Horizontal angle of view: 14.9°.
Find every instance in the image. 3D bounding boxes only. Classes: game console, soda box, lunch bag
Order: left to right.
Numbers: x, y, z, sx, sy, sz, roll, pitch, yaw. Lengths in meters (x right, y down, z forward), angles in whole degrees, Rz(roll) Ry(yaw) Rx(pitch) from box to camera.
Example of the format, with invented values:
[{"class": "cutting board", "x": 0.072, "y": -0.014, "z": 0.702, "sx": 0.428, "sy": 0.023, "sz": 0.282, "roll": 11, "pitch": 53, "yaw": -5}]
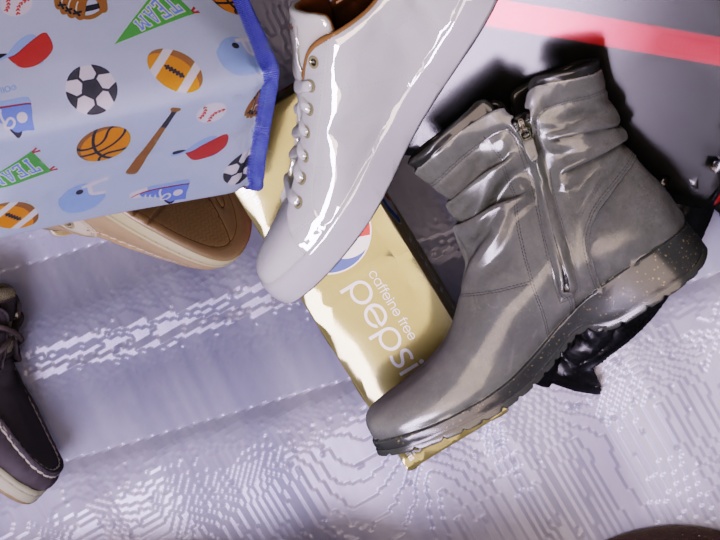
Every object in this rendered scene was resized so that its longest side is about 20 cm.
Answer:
[{"class": "lunch bag", "x": -0.148, "y": -0.125, "z": 1.348, "sx": 0.169, "sy": 0.124, "sz": 0.201, "roll": -12, "pitch": 60, "yaw": -18}, {"class": "soda box", "x": 0.000, "y": 0.000, "z": 1.427, "sx": 0.064, "sy": 0.068, "sz": 0.201, "roll": -32, "pitch": 98, "yaw": 6}, {"class": "game console", "x": 0.098, "y": -0.131, "z": 1.356, "sx": 0.199, "sy": 0.031, "sz": 0.178, "roll": 10, "pitch": 112, "yaw": 5}]

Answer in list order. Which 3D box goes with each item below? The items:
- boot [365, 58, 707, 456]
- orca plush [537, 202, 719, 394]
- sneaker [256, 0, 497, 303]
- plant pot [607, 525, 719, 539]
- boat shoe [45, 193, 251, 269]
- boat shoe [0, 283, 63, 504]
[{"class": "boot", "x": 0.061, "y": -0.009, "z": 1.357, "sx": 0.199, "sy": 0.068, "sz": 0.131, "roll": -35, "pitch": 99, "yaw": 5}, {"class": "orca plush", "x": 0.136, "y": -0.026, "z": 1.417, "sx": 0.105, "sy": 0.071, "sz": 0.201, "roll": 33, "pitch": 100, "yaw": -5}, {"class": "sneaker", "x": -0.014, "y": -0.083, "z": 1.333, "sx": 0.084, "sy": 0.073, "sz": 0.201, "roll": 26, "pitch": 102, "yaw": -16}, {"class": "plant pot", "x": 0.169, "y": 0.247, "z": 1.402, "sx": 0.186, "sy": 0.200, "sz": 0.188, "roll": 0, "pitch": 100, "yaw": 2}, {"class": "boat shoe", "x": -0.149, "y": -0.055, "z": 1.429, "sx": 0.199, "sy": 0.071, "sz": 0.065, "roll": 31, "pitch": 138, "yaw": 0}, {"class": "boat shoe", "x": -0.209, "y": 0.027, "z": 1.438, "sx": 0.065, "sy": 0.072, "sz": 0.201, "roll": -31, "pitch": 92, "yaw": 12}]
